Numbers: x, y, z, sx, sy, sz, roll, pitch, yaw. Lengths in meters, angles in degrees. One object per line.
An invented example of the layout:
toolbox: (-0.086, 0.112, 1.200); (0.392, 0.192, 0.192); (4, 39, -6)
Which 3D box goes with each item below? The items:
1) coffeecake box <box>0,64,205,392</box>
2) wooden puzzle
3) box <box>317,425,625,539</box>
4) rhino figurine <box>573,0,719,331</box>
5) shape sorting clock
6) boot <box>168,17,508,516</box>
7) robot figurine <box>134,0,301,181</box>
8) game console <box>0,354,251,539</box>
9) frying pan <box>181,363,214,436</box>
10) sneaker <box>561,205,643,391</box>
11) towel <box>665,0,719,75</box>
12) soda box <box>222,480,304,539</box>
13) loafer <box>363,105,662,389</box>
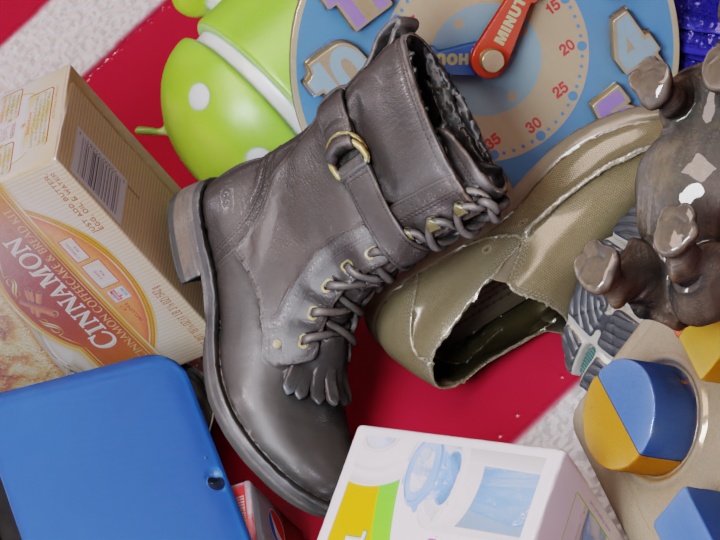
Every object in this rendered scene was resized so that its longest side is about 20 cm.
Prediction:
coffeecake box: (-0.189, 0.003, 1.531); (0.199, 0.154, 0.073); (-22, 40, 24)
wooden puzzle: (0.164, 0.072, 1.328); (0.200, 0.046, 0.186); (-60, 39, 34)
box: (0.032, 0.185, 1.354); (0.112, 0.101, 0.201); (5, 60, 28)
rhino figurine: (0.156, -0.067, 1.292); (0.060, 0.087, 0.201); (12, 75, 32)
shape sorting clock: (0.063, -0.106, 1.493); (0.200, 0.200, 0.039); (-34, 12, 1)
boot: (0.000, 0.000, 1.436); (0.174, 0.069, 0.201); (-29, 76, 31)
robot figurine: (-0.021, -0.112, 1.576); (0.200, 0.116, 0.175); (-43, 82, -8)
game console: (-0.145, 0.162, 1.422); (0.171, 0.118, 0.200); (-49, 50, 34)
frying pan: (-0.139, 0.080, 1.558); (0.115, 0.031, 0.190); (-41, 36, -7)
sneaker: (0.178, -0.014, 1.439); (0.078, 0.080, 0.200); (45, 103, 26)
towel: (0.245, -0.138, 1.508); (0.200, 0.050, 0.148); (17, 67, 34)
soda box: (-0.126, 0.169, 1.463); (0.199, 0.070, 0.064); (-17, 57, 16)
loafer: (0.097, -0.006, 1.478); (0.200, 0.076, 0.068); (-36, 50, 13)
